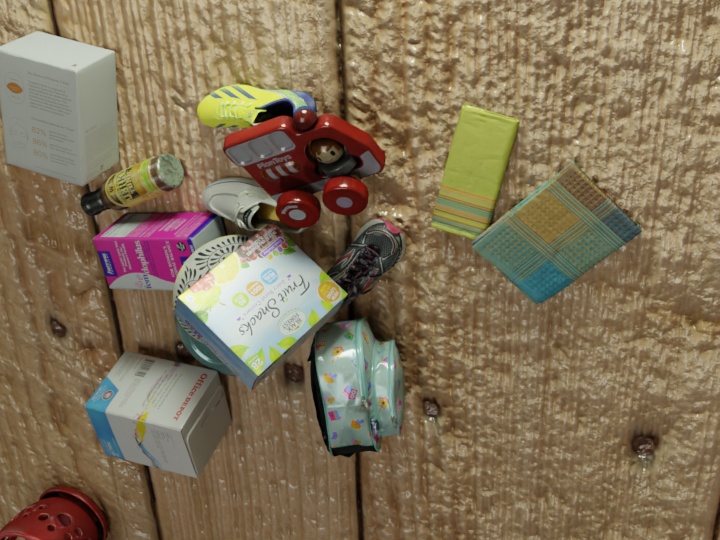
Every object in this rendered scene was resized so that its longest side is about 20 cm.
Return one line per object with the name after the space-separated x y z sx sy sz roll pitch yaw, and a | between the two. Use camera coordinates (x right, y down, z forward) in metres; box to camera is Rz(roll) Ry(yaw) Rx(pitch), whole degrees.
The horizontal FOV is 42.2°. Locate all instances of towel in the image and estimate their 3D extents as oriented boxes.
0.164 -0.138 1.350 0.086 0.018 0.200 17 123 7 | towel
0.279 -0.049 1.342 0.147 0.022 0.200 41 124 -11 | towel

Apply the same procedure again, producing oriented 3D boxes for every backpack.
-0.006 0.177 1.512 0.153 0.176 0.200 -13 112 11 | backpack

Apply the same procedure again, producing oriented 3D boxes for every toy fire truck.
-0.076 -0.161 1.342 0.200 0.112 0.168 -14 141 29 | toy fire truck

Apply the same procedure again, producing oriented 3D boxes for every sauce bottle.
-0.386 -0.137 1.559 0.200 0.065 0.065 -19 109 30 | sauce bottle

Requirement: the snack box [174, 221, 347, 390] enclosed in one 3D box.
-0.148 0.050 1.399 0.169 0.200 0.068 44 150 8 | snack box

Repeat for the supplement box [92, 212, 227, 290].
-0.331 -0.033 1.573 0.200 0.103 0.101 1 120 25 | supplement box

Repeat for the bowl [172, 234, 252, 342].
-0.192 0.051 1.496 0.201 0.094 0.201 -9 114 -22 | bowl

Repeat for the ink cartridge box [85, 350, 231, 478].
-0.366 0.263 1.717 0.200 0.147 0.146 10 133 19 | ink cartridge box

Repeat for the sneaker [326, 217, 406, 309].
0.000 0.000 1.464 0.081 0.075 0.200 38 125 -1 | sneaker

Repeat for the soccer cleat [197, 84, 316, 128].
-0.164 -0.238 1.391 0.200 0.084 0.065 3 119 22 | soccer cleat

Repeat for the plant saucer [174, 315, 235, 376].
-0.252 0.114 1.662 0.201 0.039 0.201 11 122 17 | plant saucer

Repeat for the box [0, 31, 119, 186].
-0.484 -0.261 1.504 0.152 0.106 0.200 18 124 14 | box

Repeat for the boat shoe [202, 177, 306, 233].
-0.169 -0.096 1.485 0.200 0.070 0.071 14 123 16 | boat shoe

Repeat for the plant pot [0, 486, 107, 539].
-0.660 0.583 2.021 0.200 0.183 0.201 11 122 18 | plant pot
